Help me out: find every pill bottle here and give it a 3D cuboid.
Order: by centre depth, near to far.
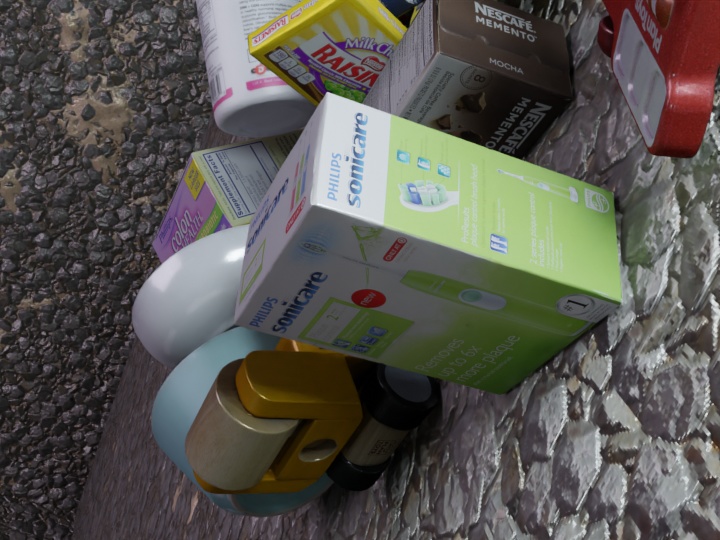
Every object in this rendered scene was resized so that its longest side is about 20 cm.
[{"bbox_3d":[-0.108,-0.249,1.033,0.113,0.113,0.201,147,115,-65],"label":"pill bottle"}]

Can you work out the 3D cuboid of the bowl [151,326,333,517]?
[{"bbox_3d":[-0.086,0.154,0.942,0.105,0.200,0.201,58,132,42],"label":"bowl"}]

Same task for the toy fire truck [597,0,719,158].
[{"bbox_3d":[0.169,-0.181,0.569,0.201,0.111,0.169,-94,8,-52],"label":"toy fire truck"}]

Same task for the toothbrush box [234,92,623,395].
[{"bbox_3d":[0.039,-0.007,0.631,0.146,0.199,0.087,130,152,-51],"label":"toothbrush box"}]

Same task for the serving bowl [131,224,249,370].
[{"bbox_3d":[-0.120,0.044,0.994,0.066,0.199,0.200,60,137,31],"label":"serving bowl"}]

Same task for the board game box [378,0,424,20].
[{"bbox_3d":[0.073,-0.256,0.815,0.199,0.035,0.136,-23,17,37],"label":"board game box"}]

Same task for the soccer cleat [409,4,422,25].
[{"bbox_3d":[0.099,-0.254,0.914,0.084,0.064,0.201,-111,38,-50],"label":"soccer cleat"}]

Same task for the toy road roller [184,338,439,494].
[{"bbox_3d":[-0.048,0.092,0.823,0.123,0.199,0.146,-58,42,37],"label":"toy road roller"}]

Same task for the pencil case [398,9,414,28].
[{"bbox_3d":[0.040,-0.289,1.020,0.200,0.078,0.087,-42,39,28],"label":"pencil case"}]

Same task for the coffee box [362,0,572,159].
[{"bbox_3d":[0.066,-0.116,0.798,0.200,0.112,0.080,128,151,-49],"label":"coffee box"}]

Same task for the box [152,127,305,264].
[{"bbox_3d":[-0.110,-0.063,1.141,0.097,0.199,0.176,59,142,18],"label":"box"}]

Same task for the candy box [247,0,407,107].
[{"bbox_3d":[0.010,-0.158,0.831,0.102,0.200,0.027,-27,53,27],"label":"candy box"}]
